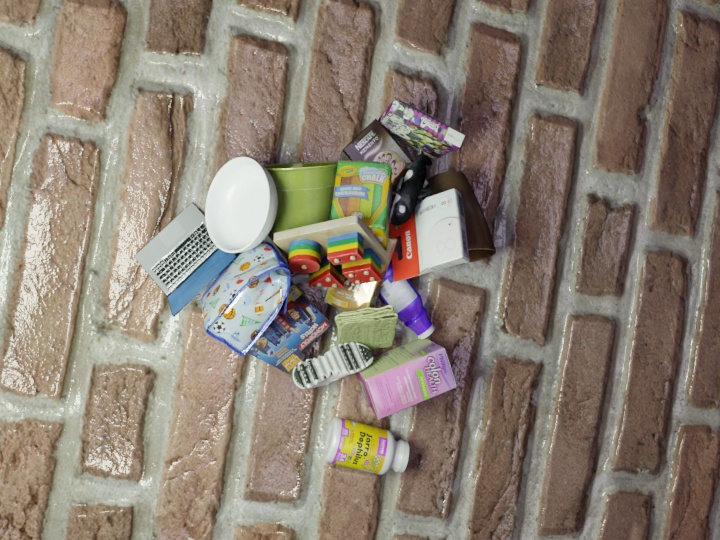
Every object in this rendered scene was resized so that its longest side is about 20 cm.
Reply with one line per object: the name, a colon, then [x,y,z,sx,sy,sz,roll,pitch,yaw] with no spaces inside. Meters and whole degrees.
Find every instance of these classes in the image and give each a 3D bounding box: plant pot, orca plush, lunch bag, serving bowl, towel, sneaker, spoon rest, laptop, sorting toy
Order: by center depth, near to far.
lunch bag: [-0.229,0.046,1.182,0.123,0.170,0.201,38,92,-30]
serving bowl: [-0.246,-0.136,1.217,0.196,0.065,0.206,-6,80,35]
sorting toy: [-0.059,-0.024,1.223,0.194,0.200,0.071,-10,64,20]
laptop: [-0.397,-0.031,1.269,0.187,0.116,0.200,-43,85,-6]
orca plush: [0.134,-0.184,1.291,0.070,0.107,0.202,18,52,18]
plant pot: [-0.137,-0.146,1.304,0.195,0.200,0.195,-4,103,-9]
towel: [0.015,0.137,1.321,0.144,0.201,0.037,-5,60,-2]
sneaker: [-0.065,0.227,1.328,0.195,0.082,0.077,-16,66,-14]
spoon rest: [-0.179,0.053,1.347,0.195,0.100,0.062,-14,61,-20]
plant pot: [0.220,-0.127,1.367,0.182,0.187,0.206,-6,80,-9]

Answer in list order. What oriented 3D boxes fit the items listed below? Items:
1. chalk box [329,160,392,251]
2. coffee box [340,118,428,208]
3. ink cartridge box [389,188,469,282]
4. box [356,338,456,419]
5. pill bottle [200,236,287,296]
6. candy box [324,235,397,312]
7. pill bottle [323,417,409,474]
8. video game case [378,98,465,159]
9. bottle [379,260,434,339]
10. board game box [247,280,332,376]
chalk box: [0.007,-0.163,1.261,0.121,0.124,0.205,3,69,6]
coffee box: [0.056,-0.247,1.374,0.113,0.080,0.201,-42,97,-5]
ink cartridge box: [0.144,-0.076,1.282,0.196,0.057,0.167,-14,68,28]
box: [0.100,0.250,1.344,0.196,0.176,0.099,-21,94,-9]
pill bottle: [-0.275,0.003,1.309,0.199,0.112,0.113,-40,97,-6]
candy box: [0.000,0.000,1.344,0.113,0.055,0.204,22,100,19]
pill bottle: [0.016,0.430,1.370,0.195,0.104,0.107,16,89,-9]
video game case: [0.133,-0.326,1.325,0.178,0.200,0.037,25,89,-9]
bottle: [0.109,0.077,1.396,0.083,0.065,0.201,-37,97,5]
board game box: [-0.173,0.146,1.309,0.199,0.062,0.201,-38,122,4]
